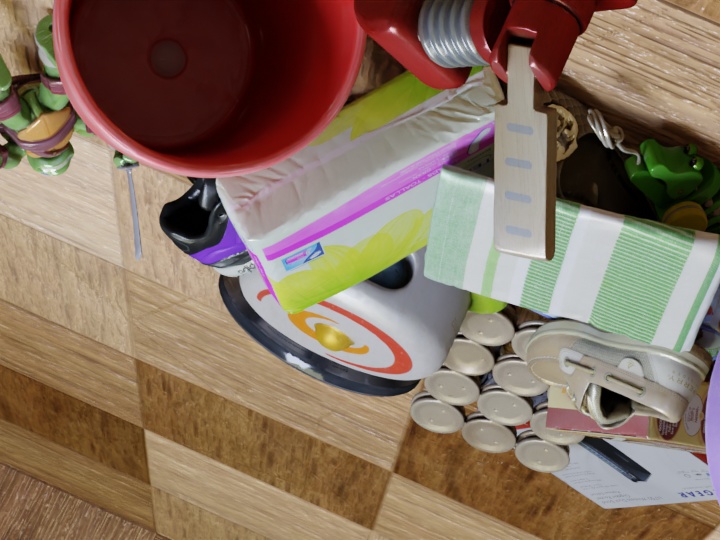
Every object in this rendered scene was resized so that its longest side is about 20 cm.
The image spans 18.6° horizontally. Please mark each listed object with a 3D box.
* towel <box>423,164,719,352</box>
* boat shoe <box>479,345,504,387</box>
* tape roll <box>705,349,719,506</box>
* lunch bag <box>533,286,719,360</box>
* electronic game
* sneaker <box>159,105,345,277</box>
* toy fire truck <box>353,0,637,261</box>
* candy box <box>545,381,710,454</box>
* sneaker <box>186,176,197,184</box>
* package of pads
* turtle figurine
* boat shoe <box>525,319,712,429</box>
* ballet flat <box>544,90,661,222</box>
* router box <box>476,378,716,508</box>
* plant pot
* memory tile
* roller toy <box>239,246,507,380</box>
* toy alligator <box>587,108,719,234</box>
[{"bbox_3d":[0.144,-0.009,1.491,0.198,0.024,0.153,16,153,4],"label":"towel"},{"bbox_3d":[0.091,0.075,1.965,0.072,0.063,0.200,24,162,2],"label":"boat shoe"},{"bbox_3d":[0.333,0.105,1.521,0.085,0.201,0.200,3,152,48],"label":"tape roll"},{"bbox_3d":[0.182,0.004,1.641,0.199,0.076,0.160,27,164,-10],"label":"lunch bag"},{"bbox_3d":[-0.033,0.045,1.924,0.199,0.042,0.200,25,-159,-11],"label":"electronic game"},{"bbox_3d":[-0.072,-0.066,1.635,0.200,0.070,0.099,-36,138,29],"label":"sneaker"},{"bbox_3d":[0.074,-0.123,1.225,0.175,0.201,0.128,2,151,49],"label":"toy fire truck"},{"bbox_3d":[0.260,0.117,1.774,0.199,0.056,0.115,12,173,-39],"label":"candy box"},{"bbox_3d":[-0.101,-0.103,1.687,0.070,0.083,0.200,26,161,8],"label":"sneaker"},{"bbox_3d":[0.011,-0.058,1.502,0.069,0.199,0.155,61,178,21],"label":"package of pads"},{"bbox_3d":[-0.249,-0.097,1.773,0.142,0.201,0.194,6,150,7],"label":"turtle figurine"},{"bbox_3d":[0.181,0.081,1.640,0.072,0.065,0.199,30,165,-27],"label":"boat shoe"},{"bbox_3d":[0.166,-0.050,1.490,0.200,0.067,0.046,49,168,-35],"label":"ballet flat"},{"bbox_3d":[0.232,0.147,1.978,0.179,0.049,0.199,34,154,-26],"label":"router box"},{"bbox_3d":[-0.114,-0.151,1.435,0.199,0.202,0.177,29,170,-13],"label":"plant pot"},{"bbox_3d":[0.131,0.099,1.872,0.152,0.017,0.200,20,144,-3],"label":"memory tile"},{"bbox_3d":[0.000,0.000,1.751,0.199,0.141,0.182,5,153,46],"label":"roller toy"},{"bbox_3d":[0.216,-0.058,1.466,0.054,0.060,0.200,-29,137,14],"label":"toy alligator"}]
